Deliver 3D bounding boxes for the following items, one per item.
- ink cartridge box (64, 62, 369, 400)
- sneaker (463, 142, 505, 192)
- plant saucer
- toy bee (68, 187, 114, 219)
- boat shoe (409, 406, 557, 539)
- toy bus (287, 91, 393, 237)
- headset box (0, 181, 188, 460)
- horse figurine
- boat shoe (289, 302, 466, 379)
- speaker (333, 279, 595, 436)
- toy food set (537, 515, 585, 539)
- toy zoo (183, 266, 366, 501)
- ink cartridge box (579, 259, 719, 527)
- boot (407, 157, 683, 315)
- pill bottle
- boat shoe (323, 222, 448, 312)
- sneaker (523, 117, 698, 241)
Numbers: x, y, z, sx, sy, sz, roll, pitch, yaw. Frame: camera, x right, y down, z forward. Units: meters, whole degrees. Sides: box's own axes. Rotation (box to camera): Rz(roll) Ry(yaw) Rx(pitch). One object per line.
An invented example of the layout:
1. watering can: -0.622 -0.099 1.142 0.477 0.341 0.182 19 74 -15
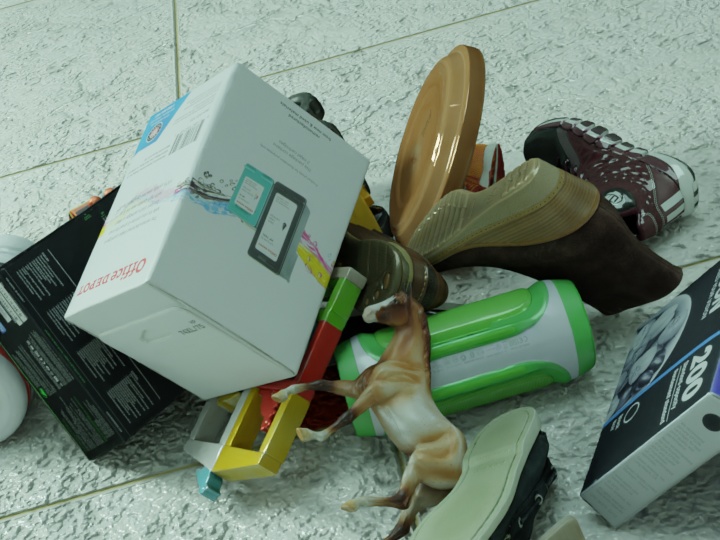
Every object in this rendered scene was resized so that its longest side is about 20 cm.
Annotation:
1. ink cartridge box: -0.113 -0.025 1.065 0.146 0.145 0.202 -18 45 51
2. sneaker: 0.094 -0.063 1.287 0.076 0.074 0.200 -6 22 15
3. plant saucer: 0.065 -0.111 1.234 0.032 0.202 0.201 15 30 -12
4. toy bee: -0.248 -0.044 1.361 0.198 0.110 0.131 11 41 38
5. boat shoe: 0.089 0.174 0.912 0.074 0.067 0.200 -23 16 29
6. toy bus: -0.083 -0.058 1.313 0.191 0.136 0.200 -33 30 3
7. headset box: -0.198 0.028 1.148 0.200 0.175 0.093 -41 7 -34
8. horse figurine: 0.027 0.124 0.981 0.131 0.050 0.201 -24 71 -19
9. boat shoe: 0.019 0.065 1.145 0.197 0.073 0.064 -4 76 9
10. speaker: 0.082 0.069 1.064 0.197 0.089 0.089 -16 31 -1
11. toy food set: 0.155 0.234 0.799 0.143 0.061 0.199 -34 36 -28
12. toy zoo: -0.076 0.090 1.066 0.131 0.020 0.202 -3 58 56
13. ink cartridge box: 0.248 0.059 0.935 0.200 0.043 0.199 -47 6 42
14. boot: 0.145 -0.005 1.109 0.199 0.166 0.073 -27 33 51
15. pill bottle: -0.345 0.059 1.236 0.114 0.117 0.201 -11 31 7
16. boat shoe: 0.000 0.000 1.121 0.067 0.073 0.199 15 4 -33
17. sneaker: 0.206 -0.076 1.249 0.115 0.076 0.199 -38 39 -28
